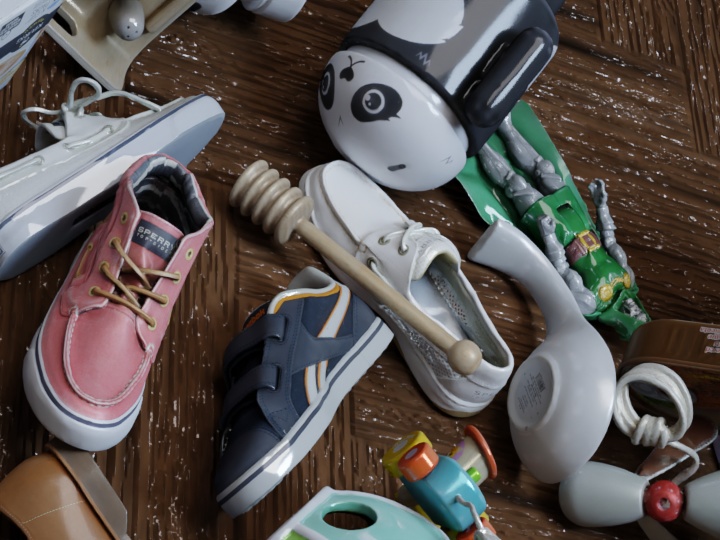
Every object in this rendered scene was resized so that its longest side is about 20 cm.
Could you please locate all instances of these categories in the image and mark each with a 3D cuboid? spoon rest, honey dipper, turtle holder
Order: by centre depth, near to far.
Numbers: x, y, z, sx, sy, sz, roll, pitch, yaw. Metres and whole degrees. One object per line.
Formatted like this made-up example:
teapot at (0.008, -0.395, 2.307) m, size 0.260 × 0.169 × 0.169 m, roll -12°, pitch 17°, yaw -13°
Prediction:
turtle holder at (-0.016, 0.206, 1.129) m, size 0.185 × 0.141 × 0.132 m, roll -39°, pitch 87°, yaw -31°
honey dipper at (0.000, 0.000, 1.312) m, size 0.199 × 0.038 × 0.038 m, roll 37°, pitch 45°, yaw 15°
spoon rest at (0.127, 0.054, 1.366) m, size 0.060 × 0.100 × 0.201 m, roll 16°, pitch 40°, yaw -30°

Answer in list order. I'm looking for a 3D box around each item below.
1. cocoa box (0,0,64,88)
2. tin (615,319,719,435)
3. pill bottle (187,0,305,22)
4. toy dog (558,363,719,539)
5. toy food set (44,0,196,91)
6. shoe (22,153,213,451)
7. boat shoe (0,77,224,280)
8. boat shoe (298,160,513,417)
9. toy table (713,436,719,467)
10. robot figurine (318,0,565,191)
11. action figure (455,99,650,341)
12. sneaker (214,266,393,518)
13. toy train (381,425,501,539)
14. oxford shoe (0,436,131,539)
cocoa box at (-0.288, -0.147, 1.187) m, size 0.133 × 0.131 × 0.200 m, roll 45°, pitch 46°, yaw 1°
tin at (0.264, 0.077, 1.331) m, size 0.112 × 0.198 × 0.042 m, roll 52°, pitch 55°, yaw -46°
pill bottle at (-0.127, -0.240, 1.375) m, size 0.198 × 0.111 × 0.112 m, roll 18°, pitch 51°, yaw -23°
toy dog at (0.242, 0.146, 1.344) m, size 0.199 × 0.133 × 0.096 m, roll 26°, pitch 13°, yaw 12°
toy food set at (-0.131, -0.220, 1.281) m, size 0.143 × 0.200 × 0.061 m, roll 43°, pitch 16°, yaw -32°
shoe at (-0.138, 0.012, 1.169) m, size 0.071 × 0.091 × 0.201 m, roll 26°, pitch 30°, yaw -12°
boat shoe at (-0.177, -0.075, 1.263) m, size 0.201 × 0.075 × 0.086 m, roll -36°, pitch 79°, yaw -34°
boat shoe at (0.037, -0.001, 1.350) m, size 0.071 × 0.069 × 0.201 m, roll -30°, pitch 78°, yaw -41°
toy table at (0.336, 0.100, 1.452) m, size 0.182 × 0.117 × 0.202 m, roll 3°, pitch 57°, yaw -33°
robot figurine at (0.057, -0.150, 1.398) m, size 0.124 × 0.150 × 0.200 m, roll 38°, pitch 76°, yaw 1°
action figure at (0.144, -0.033, 1.457) m, size 0.118 × 0.055 × 0.201 m, roll -29°, pitch 78°, yaw -37°
sneaker at (-0.053, 0.070, 1.237) m, size 0.079 × 0.078 × 0.200 m, roll 46°, pitch 35°, yaw -6°
toy train at (0.081, 0.164, 1.205) m, size 0.056 × 0.201 × 0.150 m, roll -40°, pitch 61°, yaw -15°
oxford shoe at (-0.135, 0.190, 1.119) m, size 0.071 × 0.071 × 0.201 m, roll -34°, pitch 80°, yaw -17°
